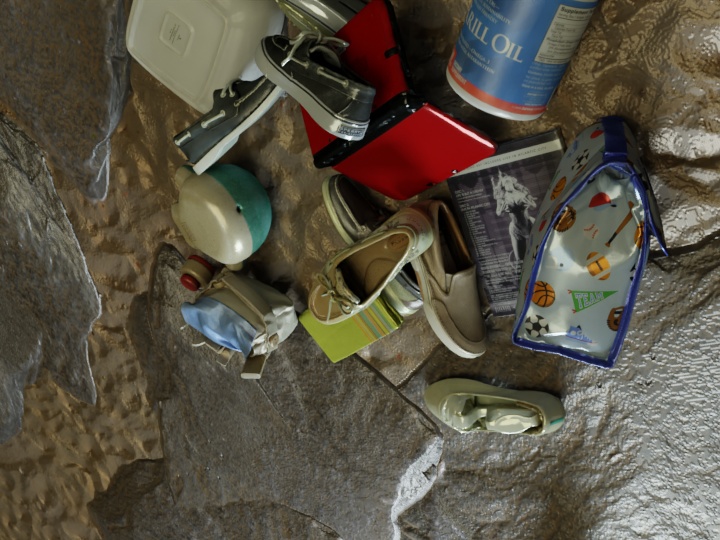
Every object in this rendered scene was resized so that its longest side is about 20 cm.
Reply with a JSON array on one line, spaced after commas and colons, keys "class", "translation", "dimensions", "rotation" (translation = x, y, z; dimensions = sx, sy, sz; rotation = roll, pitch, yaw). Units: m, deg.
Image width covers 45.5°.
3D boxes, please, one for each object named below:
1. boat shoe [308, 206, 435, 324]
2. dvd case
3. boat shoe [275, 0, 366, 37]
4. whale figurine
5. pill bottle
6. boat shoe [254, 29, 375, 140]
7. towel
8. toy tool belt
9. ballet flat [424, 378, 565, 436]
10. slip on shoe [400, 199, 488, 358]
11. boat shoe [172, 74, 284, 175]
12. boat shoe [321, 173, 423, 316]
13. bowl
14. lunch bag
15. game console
[{"class": "boat shoe", "translation": [0.000, 0.000, 0.997], "dimensions": [0.073, 0.063, 0.200], "rotation": [48, 121, 3]}, {"class": "dvd case", "translation": [0.186, -0.048, 0.974], "dimensions": [0.148, 0.016, 0.202], "rotation": [-11, 108, 37]}, {"class": "boat shoe", "translation": [-0.056, -0.296, 0.967], "dimensions": [0.200, 0.072, 0.062], "rotation": [40, 137, 7]}, {"class": "whale figurine", "translation": [-0.190, -0.079, 1.168], "dimensions": [0.160, 0.103, 0.199], "rotation": [60, 154, -12]}, {"class": "pill bottle", "translation": [0.164, -0.256, 0.816], "dimensions": [0.112, 0.112, 0.201], "rotation": [32, 127, 15]}, {"class": "boat shoe", "translation": [-0.048, -0.212, 0.893], "dimensions": [0.200, 0.073, 0.069], "rotation": [53, 131, 45]}, {"class": "towel", "translation": [-0.017, 0.063, 1.126], "dimensions": [0.086, 0.018, 0.200], "rotation": [53, 148, -1]}, {"class": "toy tool belt", "translation": [-0.193, 0.064, 1.192], "dimensions": [0.198, 0.123, 0.125], "rotation": [24, 152, 20]}, {"class": "ballet flat", "translation": [0.156, 0.177, 1.080], "dimensions": [0.198, 0.069, 0.070], "rotation": [-3, 113, 34]}, {"class": "slip on shoe", "translation": [0.110, 0.010, 1.018], "dimensions": [0.060, 0.076, 0.202], "rotation": [-16, 97, 48]}, {"class": "boat shoe", "translation": [-0.155, -0.190, 1.025], "dimensions": [0.199, 0.076, 0.060], "rotation": [-37, 102, 31]}, {"class": "boat shoe", "translation": [0.029, -0.039, 1.051], "dimensions": [0.066, 0.072, 0.202], "rotation": [-25, 104, 34]}, {"class": "bowl", "translation": [-0.206, -0.300, 1.061], "dimensions": [0.199, 0.075, 0.201], "rotation": [39, 128, 9]}, {"class": "lunch bag", "translation": [0.229, -0.036, 0.840], "dimensions": [0.122, 0.170, 0.202], "rotation": [12, 115, 9]}, {"class": "game console", "translation": [0.033, -0.180, 0.952], "dimensions": [0.199, 0.118, 0.174], "rotation": [-24, 79, 56]}]
